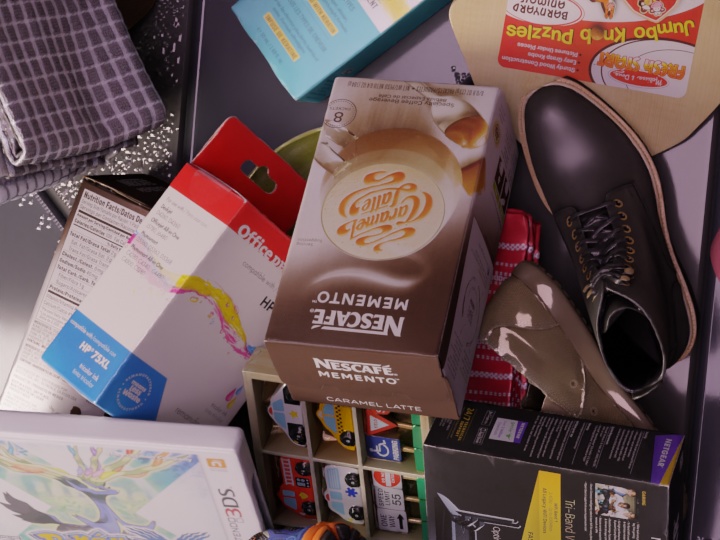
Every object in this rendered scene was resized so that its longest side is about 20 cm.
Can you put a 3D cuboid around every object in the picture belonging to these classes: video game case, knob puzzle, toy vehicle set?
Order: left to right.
[{"bbox_3d":[-0.160,0.149,1.420,0.199,0.182,0.022,4,56,11],"label":"video game case"},{"bbox_3d":[-0.005,0.143,1.436,0.124,0.027,0.200,7,128,17],"label":"toy vehicle set"},{"bbox_3d":[0.156,-0.155,1.412,0.219,0.030,0.220,2,111,6],"label":"knob puzzle"}]

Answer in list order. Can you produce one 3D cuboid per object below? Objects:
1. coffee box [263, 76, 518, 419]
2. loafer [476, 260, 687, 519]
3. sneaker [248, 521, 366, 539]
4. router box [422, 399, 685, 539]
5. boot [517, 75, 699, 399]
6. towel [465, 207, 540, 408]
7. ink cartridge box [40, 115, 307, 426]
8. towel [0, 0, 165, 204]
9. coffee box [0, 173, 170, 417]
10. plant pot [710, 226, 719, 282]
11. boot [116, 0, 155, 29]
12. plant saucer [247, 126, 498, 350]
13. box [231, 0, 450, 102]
[{"bbox_3d":[0.023,-0.017,1.365,0.114,0.080,0.200,4,59,16],"label":"coffee box"},{"bbox_3d":[0.140,0.088,1.399,0.067,0.076,0.200,-34,97,1],"label":"loafer"},{"bbox_3d":[-0.019,0.228,1.438,0.078,0.075,0.200,7,138,30],"label":"sneaker"},{"bbox_3d":[0.125,0.183,1.390,0.157,0.052,0.200,9,128,17],"label":"router box"},{"bbox_3d":[0.154,-0.023,1.361,0.077,0.138,0.200,-29,93,18],"label":"boot"},{"bbox_3d":[0.042,0.053,1.443,0.144,0.022,0.201,6,94,17],"label":"towel"},{"bbox_3d":[-0.097,0.014,1.405,0.067,0.116,0.200,34,85,41],"label":"ink cartridge box"},{"bbox_3d":[-0.222,-0.152,1.399,0.085,0.166,0.200,-24,90,26],"label":"towel"},{"bbox_3d":[-0.171,0.039,1.492,0.080,0.113,0.200,24,99,14],"label":"coffee box"},{"bbox_3d":[0.313,-0.040,1.307,0.200,0.200,0.179,43,119,11],"label":"plant pot"},{"bbox_3d":[-0.228,-0.190,1.521,0.154,0.074,0.201,16,95,20],"label":"boot"},{"bbox_3d":[0.000,0.000,1.480,0.199,0.031,0.201,1,92,17],"label":"plant saucer"},{"bbox_3d":[0.017,-0.203,1.454,0.200,0.049,0.082,-37,82,16],"label":"box"}]
